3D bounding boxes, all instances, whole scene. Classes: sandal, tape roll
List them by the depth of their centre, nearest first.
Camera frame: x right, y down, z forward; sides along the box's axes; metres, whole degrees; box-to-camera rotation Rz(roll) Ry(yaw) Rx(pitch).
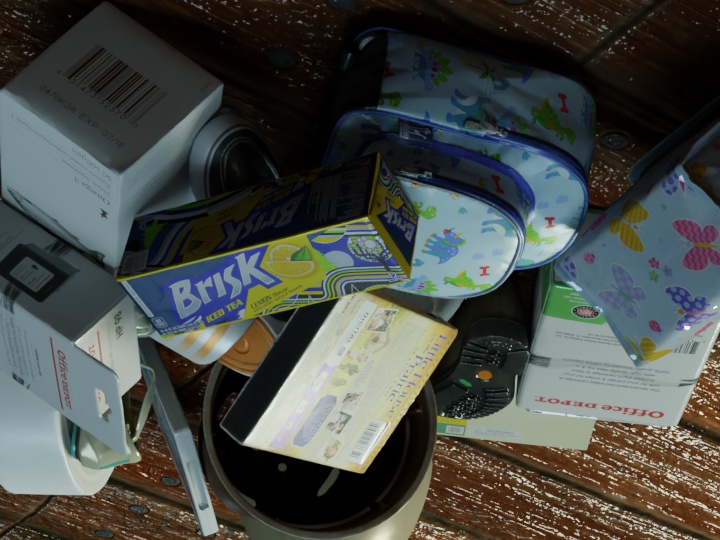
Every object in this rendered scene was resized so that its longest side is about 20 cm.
[{"bbox_3d":[-0.153,0.025,1.552,0.207,0.059,0.079,39,134,3],"label":"sandal"},{"bbox_3d":[-0.261,0.093,1.670,0.071,0.203,0.202,0,146,11],"label":"tape roll"}]

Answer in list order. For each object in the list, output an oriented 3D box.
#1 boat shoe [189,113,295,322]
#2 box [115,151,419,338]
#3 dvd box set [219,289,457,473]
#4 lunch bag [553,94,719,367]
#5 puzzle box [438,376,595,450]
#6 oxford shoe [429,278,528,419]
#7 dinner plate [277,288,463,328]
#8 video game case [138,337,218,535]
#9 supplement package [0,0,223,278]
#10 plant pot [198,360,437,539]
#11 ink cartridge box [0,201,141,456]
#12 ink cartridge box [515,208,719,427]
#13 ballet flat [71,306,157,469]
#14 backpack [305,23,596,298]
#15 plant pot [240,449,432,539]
[{"bbox_3d":[-0.070,-0.030,1.444,0.066,0.070,0.200,32,149,36],"label":"boat shoe"},{"bbox_3d":[-0.064,-0.015,1.339,0.200,0.064,0.070,-13,133,25],"label":"box"},{"bbox_3d":[-0.012,0.082,1.507,0.029,0.146,0.200,37,-173,29],"label":"dvd box set"},{"bbox_3d":[0.261,-0.049,1.400,0.127,0.200,0.170,51,142,5],"label":"lunch bag"},{"bbox_3d":[0.121,0.114,1.792,0.200,0.025,0.133,7,147,0],"label":"puzzle box"},{"bbox_3d":[0.103,0.069,1.675,0.073,0.084,0.200,12,149,-12],"label":"oxford shoe"},{"bbox_3d":[0.000,0.000,1.561,0.200,0.024,0.200,-7,125,-11],"label":"dinner plate"},{"bbox_3d":[-0.173,0.141,1.787,0.017,0.143,0.200,-20,147,-9],"label":"video game case"},{"bbox_3d":[-0.188,-0.077,1.442,0.117,0.117,0.200,35,149,14],"label":"supplement package"},{"bbox_3d":[-0.056,0.142,1.702,0.200,0.200,0.198,14,166,-11],"label":"plant pot"},{"bbox_3d":[-0.231,0.039,1.452,0.200,0.067,0.116,32,148,21],"label":"ink cartridge box"},{"bbox_3d":[0.214,0.042,1.613,0.146,0.084,0.200,7,147,-1],"label":"ink cartridge box"},{"bbox_3d":[-0.201,0.068,1.622,0.069,0.200,0.069,2,169,0],"label":"ballet flat"},{"bbox_3d":[0.067,-0.068,1.419,0.200,0.147,0.183,9,149,-9],"label":"backpack"},{"bbox_3d":[-0.034,0.243,1.914,0.200,0.135,0.200,5,146,3],"label":"plant pot"}]
